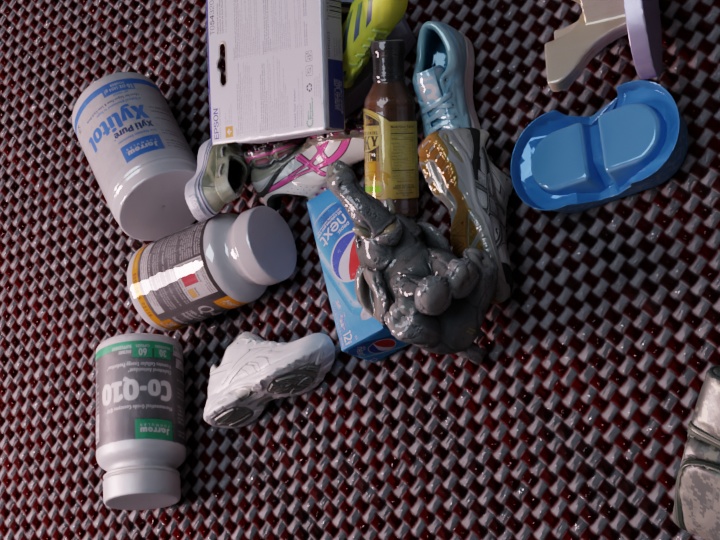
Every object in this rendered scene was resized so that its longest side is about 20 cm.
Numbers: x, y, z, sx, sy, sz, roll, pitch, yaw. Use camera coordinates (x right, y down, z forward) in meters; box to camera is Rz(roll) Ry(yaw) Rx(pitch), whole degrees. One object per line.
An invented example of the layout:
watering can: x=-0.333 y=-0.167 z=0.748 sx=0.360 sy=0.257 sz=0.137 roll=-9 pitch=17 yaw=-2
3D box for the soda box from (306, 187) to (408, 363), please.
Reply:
soda box: x=0.000 y=0.000 z=1.698 sx=0.064 sy=0.068 sz=0.202 roll=-30 pitch=59 yaw=27

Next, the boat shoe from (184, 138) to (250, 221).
boat shoe: x=-0.167 y=-0.118 z=1.828 sx=0.062 sy=0.072 sz=0.200 roll=-19 pitch=24 yaw=13

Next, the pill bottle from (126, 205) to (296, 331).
pill bottle: x=-0.183 y=-0.004 z=1.812 sx=0.199 sy=0.116 sz=0.117 roll=-20 pitch=64 yaw=33

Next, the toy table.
toy table: x=0.248 y=-0.283 z=1.540 sx=0.116 sy=0.184 sz=0.201 roll=-9 pitch=50 yaw=19

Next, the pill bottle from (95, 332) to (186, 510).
pill bottle: x=-0.273 y=0.189 z=1.823 sx=0.112 sy=0.113 sz=0.202 roll=-19 pitch=65 yaw=32

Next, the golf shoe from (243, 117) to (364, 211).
golf shoe: x=-0.043 y=-0.130 z=1.785 sx=0.198 sy=0.073 sz=0.093 roll=-13 pitch=102 yaw=28

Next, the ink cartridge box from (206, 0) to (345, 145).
ink cartridge box: x=-0.102 y=-0.255 z=1.751 sx=0.199 sy=0.043 sz=0.199 roll=-2 pitch=89 yaw=44

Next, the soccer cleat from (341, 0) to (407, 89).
soccer cleat: x=-0.005 y=-0.259 z=1.730 sx=0.200 sy=0.064 sz=0.084 roll=-41 pitch=45 yaw=39

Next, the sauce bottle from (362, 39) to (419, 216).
sauce bottle: x=0.034 y=-0.163 z=1.690 sx=0.064 sy=0.064 sz=0.202 roll=1 pitch=94 yaw=38

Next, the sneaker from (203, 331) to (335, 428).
sneaker: x=-0.117 y=0.108 z=1.752 sx=0.199 sy=0.078 sz=0.100 roll=-28 pitch=56 yaw=27

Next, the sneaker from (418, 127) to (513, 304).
sneaker: x=0.140 y=-0.066 z=1.607 sx=0.076 sy=0.087 sz=0.202 roll=-28 pitch=80 yaw=61

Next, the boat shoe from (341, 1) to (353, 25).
boat shoe: x=-0.075 y=-0.316 z=1.811 sx=0.198 sy=0.073 sz=0.065 roll=2 pitch=58 yaw=26

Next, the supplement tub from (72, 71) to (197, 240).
supplement tub: x=-0.293 y=-0.154 z=1.940 sx=0.132 sy=0.132 sz=0.201 roll=-44 pitch=53 yaw=18

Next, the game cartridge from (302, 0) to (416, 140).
game cartridge: x=-0.026 y=-0.261 z=1.827 sx=0.200 sy=0.041 sz=0.134 roll=-39 pitch=51 yaw=22

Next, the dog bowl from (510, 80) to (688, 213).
dog bowl: x=0.256 y=-0.124 z=1.549 sx=0.199 sy=0.049 sz=0.113 roll=-19 pitch=64 yaw=33

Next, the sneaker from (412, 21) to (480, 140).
sneaker: x=0.088 y=-0.192 z=1.682 sx=0.073 sy=0.082 sz=0.202 roll=-18 pitch=65 yaw=33

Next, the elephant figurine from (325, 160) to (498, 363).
elephant figurine: x=0.048 y=-0.009 z=1.585 sx=0.200 sy=0.141 sz=0.156 roll=41 pitch=122 yaw=37

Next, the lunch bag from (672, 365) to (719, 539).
lunch bag: x=0.383 y=0.193 z=1.295 sx=0.199 sy=0.139 sz=0.169 roll=27 pitch=109 yaw=41
